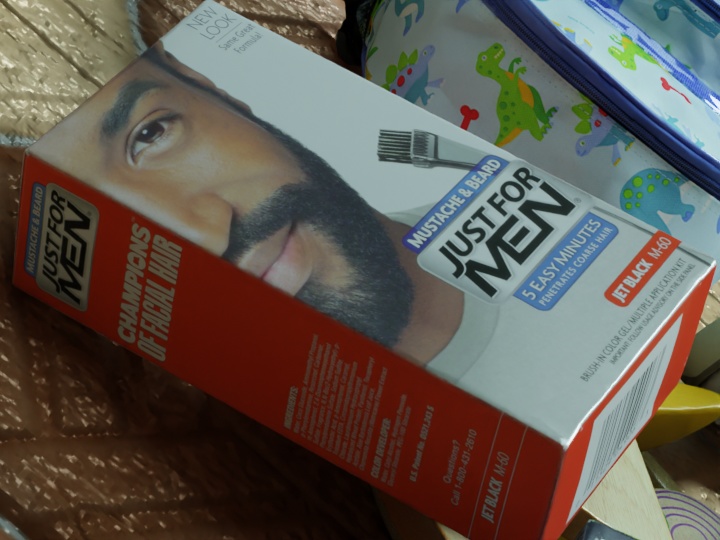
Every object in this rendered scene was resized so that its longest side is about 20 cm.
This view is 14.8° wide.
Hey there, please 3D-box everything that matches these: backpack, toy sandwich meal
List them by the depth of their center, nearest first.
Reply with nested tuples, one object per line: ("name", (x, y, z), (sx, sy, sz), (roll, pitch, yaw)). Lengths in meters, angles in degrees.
("toy sandwich meal", (0.079, 0.077, 0.993), (0.205, 0.070, 0.205), (33, 29, -21))
("backpack", (0.091, -0.074, 1.108), (0.183, 0.147, 0.200), (38, 16, -10))

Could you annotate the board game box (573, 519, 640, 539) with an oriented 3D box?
("board game box", (0.142, 0.170, 0.894), (0.200, 0.062, 0.200), (24, 48, -10))

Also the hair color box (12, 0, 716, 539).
("hair color box", (0.000, 0.000, 0.899), (0.200, 0.064, 0.111), (27, 44, 17))

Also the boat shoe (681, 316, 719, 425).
("boat shoe", (0.182, 0.055, 1.149), (0.068, 0.075, 0.200), (57, 17, 14))
